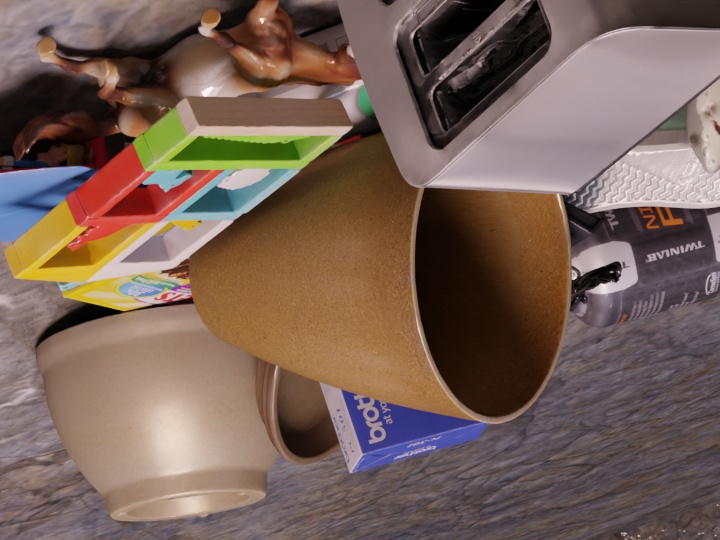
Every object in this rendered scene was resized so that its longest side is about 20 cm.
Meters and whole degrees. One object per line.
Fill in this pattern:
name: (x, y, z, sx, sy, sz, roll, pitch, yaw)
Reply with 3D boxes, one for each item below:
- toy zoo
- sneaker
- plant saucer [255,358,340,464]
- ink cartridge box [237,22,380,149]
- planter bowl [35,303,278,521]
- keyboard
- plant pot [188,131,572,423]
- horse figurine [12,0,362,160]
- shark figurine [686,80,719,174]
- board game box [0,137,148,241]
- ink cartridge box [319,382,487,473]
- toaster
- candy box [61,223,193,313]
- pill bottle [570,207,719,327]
toy zoo: (-0.113, -0.039, 1.186, 0.200, 0.021, 0.131, -35, 161, 34)
sneaker: (0.157, -0.094, 1.389, 0.200, 0.118, 0.074, 5, 123, 5)
plant saucer: (-0.019, 0.046, 1.527, 0.029, 0.201, 0.200, 22, 178, 24)
ink cartridge box: (0.019, -0.102, 1.289, 0.161, 0.050, 0.200, -20, 160, 5)
planter bowl: (-0.137, 0.114, 1.563, 0.200, 0.135, 0.200, -9, 166, -2)
keyboard: (0.115, -0.011, 1.403, 0.127, 0.021, 0.200, 25, 164, -9)
plant pot: (0.000, 0.000, 1.277, 0.200, 0.187, 0.186, -3, 174, 35)
horse figurine: (-0.094, -0.110, 1.143, 0.200, 0.050, 0.133, -22, 161, 9)
shark figurine: (0.268, -0.167, 1.341, 0.214, 0.128, 0.089, -31, -168, -19)
board game box: (-0.194, -0.055, 1.219, 0.158, 0.039, 0.200, -12, 170, 26)
ink cartridge box: (0.009, 0.028, 1.404, 0.094, 0.200, 0.044, -13, 161, -17)
toaster: (0.083, -0.146, 1.014, 0.118, 0.181, 0.200, -1, 154, -36)
candy box: (-0.120, 0.005, 1.493, 0.102, 0.026, 0.200, -22, 162, 23)
pill bottle: (0.221, -0.017, 1.638, 0.199, 0.106, 0.106, -15, 162, -11)
